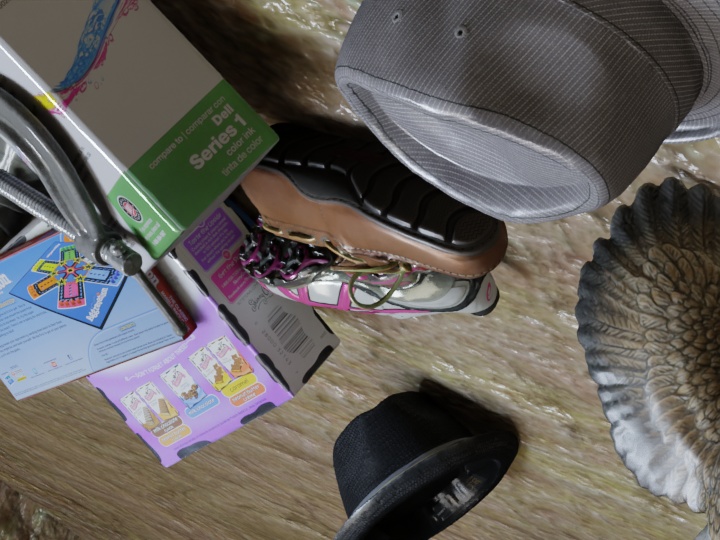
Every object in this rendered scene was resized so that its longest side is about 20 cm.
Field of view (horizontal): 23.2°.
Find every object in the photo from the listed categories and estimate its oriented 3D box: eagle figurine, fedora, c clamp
[{"bbox_3d":[0.186,0.059,0.809,0.201,0.151,0.151,64,-165,-16],"label":"eagle figurine"},{"bbox_3d":[0.066,-0.081,0.755,0.199,0.091,0.177,21,161,27],"label":"fedora"},{"bbox_3d":[0.033,0.158,1.419,0.092,0.200,0.201,56,171,21],"label":"fedora"},{"bbox_3d":[-0.196,-0.052,1.011,0.199,0.027,0.171,32,158,35],"label":"c clamp"}]

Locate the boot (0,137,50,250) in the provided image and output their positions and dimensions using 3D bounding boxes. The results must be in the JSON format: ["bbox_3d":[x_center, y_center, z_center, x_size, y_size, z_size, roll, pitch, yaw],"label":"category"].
[{"bbox_3d":[-0.249,-0.064,1.246,0.067,0.131,0.200,28,163,2],"label":"boot"}]

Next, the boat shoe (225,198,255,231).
[{"bbox_3d":[-0.099,0.005,1.293,0.084,0.069,0.200,16,155,42],"label":"boat shoe"}]

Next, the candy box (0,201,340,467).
[{"bbox_3d":[-0.139,0.021,1.228,0.200,0.072,0.167,51,135,-10],"label":"candy box"}]

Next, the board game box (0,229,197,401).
[{"bbox_3d":[-0.207,0.026,1.212,0.199,0.019,0.103,-20,111,43],"label":"board game box"}]

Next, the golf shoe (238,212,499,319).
[{"bbox_3d":[0.000,0.000,1.118,0.199,0.073,0.092,8,154,49],"label":"golf shoe"}]

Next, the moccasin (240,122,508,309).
[{"bbox_3d":[0.005,-0.028,1.004,0.200,0.074,0.078,13,131,41],"label":"moccasin"}]

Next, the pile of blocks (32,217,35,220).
[{"bbox_3d":[-0.237,-0.045,1.429,0.062,0.083,0.200,-22,154,12],"label":"pile of blocks"}]

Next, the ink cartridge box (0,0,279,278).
[{"bbox_3d":[-0.156,-0.104,0.993,0.200,0.084,0.145,47,161,-4],"label":"ink cartridge box"}]
